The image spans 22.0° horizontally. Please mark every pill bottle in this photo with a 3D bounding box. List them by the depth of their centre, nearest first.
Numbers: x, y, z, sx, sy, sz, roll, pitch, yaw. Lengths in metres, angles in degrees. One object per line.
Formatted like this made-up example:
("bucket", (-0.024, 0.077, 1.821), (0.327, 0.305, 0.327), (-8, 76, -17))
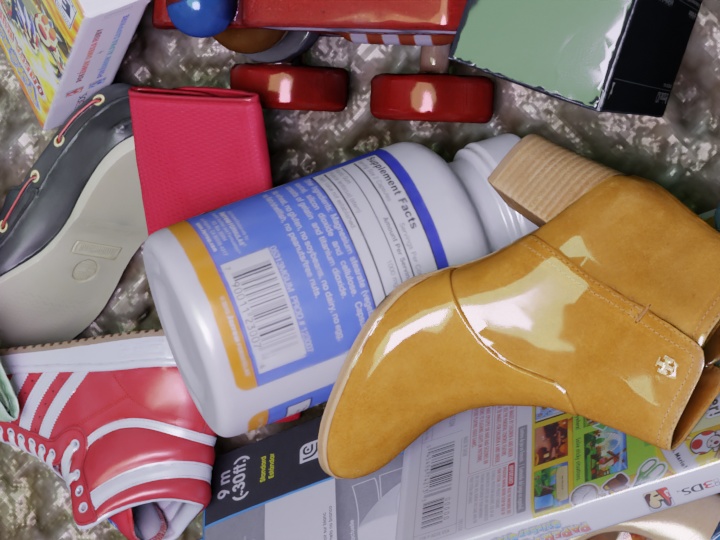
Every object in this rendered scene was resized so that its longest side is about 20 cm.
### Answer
("pill bottle", (0.000, 0.000, 0.948), (0.200, 0.112, 0.112), (-21, 86, -14))

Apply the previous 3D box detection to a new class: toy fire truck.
("toy fire truck", (-0.018, -0.135, 0.946), (0.200, 0.168, 0.112), (5, 95, 19))

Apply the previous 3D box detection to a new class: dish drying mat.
("dish drying mat", (-0.078, -0.006, 1.011), (0.077, 0.018, 0.200), (5, 120, 20))

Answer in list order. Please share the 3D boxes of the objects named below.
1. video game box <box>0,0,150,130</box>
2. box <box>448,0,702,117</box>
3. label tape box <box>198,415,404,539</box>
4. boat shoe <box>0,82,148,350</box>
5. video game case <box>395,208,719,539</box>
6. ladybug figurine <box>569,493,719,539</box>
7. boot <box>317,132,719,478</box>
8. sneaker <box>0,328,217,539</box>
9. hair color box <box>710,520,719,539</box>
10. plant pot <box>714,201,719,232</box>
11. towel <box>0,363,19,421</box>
("video game box", (-0.186, -0.196, 1.000), (0.047, 0.182, 0.200), (-25, 84, -18))
("box", (0.120, -0.150, 0.883), (0.079, 0.200, 0.141), (18, 98, 15))
("label tape box", (-0.041, 0.161, 0.986), (0.200, 0.144, 0.063), (-22, 131, 17))
("boat shoe", (-0.173, -0.019, 1.063), (0.201, 0.074, 0.063), (-49, 50, 22))
("video game case", (0.107, 0.057, 0.913), (0.182, 0.200, 0.023), (-20, 119, 18))
("ladybug figurine", (0.126, 0.186, 0.969), (0.200, 0.072, 0.136), (-38, 81, 16))
("boot", (0.082, 0.046, 0.849), (0.144, 0.071, 0.201), (37, 94, 30))
("sneaker", (-0.160, 0.100, 1.031), (0.200, 0.071, 0.113), (-11, 71, 35))
("hair color box", (0.227, 0.126, 0.865), (0.061, 0.200, 0.100), (-40, 83, 16))
("plant pot", (0.275, -0.066, 0.852), (0.200, 0.200, 0.196), (35, 110, 13))
("towel", (-0.284, 0.021, 1.052), (0.200, 0.023, 0.153), (-6, 116, 45))
